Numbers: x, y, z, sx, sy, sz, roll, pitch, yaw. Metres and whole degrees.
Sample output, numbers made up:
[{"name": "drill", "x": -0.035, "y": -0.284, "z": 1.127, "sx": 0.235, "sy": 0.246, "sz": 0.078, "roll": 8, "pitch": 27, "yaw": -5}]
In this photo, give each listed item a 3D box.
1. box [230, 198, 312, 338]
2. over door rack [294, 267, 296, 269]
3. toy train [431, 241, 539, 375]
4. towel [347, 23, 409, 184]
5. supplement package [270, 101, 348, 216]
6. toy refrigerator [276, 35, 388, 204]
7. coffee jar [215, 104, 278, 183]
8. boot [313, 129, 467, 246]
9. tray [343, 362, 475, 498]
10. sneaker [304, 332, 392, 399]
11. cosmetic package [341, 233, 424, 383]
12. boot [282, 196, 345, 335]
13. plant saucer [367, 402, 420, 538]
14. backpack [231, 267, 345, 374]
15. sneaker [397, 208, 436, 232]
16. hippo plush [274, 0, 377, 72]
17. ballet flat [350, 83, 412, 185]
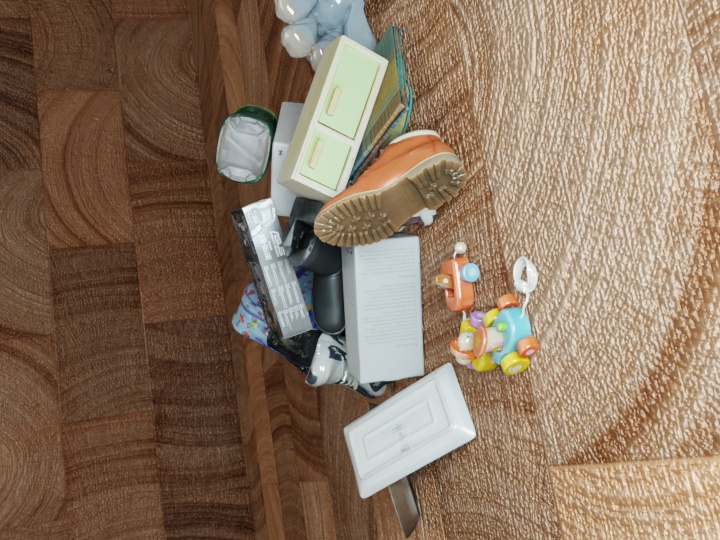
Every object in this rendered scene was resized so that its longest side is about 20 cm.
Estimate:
[{"name": "box", "x": -0.139, "y": -0.005, "z": 1.167, "sx": 0.158, "sy": 0.049, "sz": 0.203, "roll": -176, "pitch": 68, "yaw": -74}, {"name": "over door rack", "x": -0.087, "y": -0.031, "z": 1.503, "sx": 0.147, "sy": 0.066, "sz": 0.203, "roll": -177, "pitch": 82, "yaw": -71}, {"name": "toy train", "x": 0.129, "y": 0.043, "z": 0.865, "sx": 0.200, "sy": 0.055, "sz": 0.153, "roll": -179, "pitch": 84, "yaw": -73}, {"name": "towel", "x": 0.018, "y": -0.227, "z": 1.037, "sx": 0.147, "sy": 0.021, "sz": 0.202, "roll": -51, "pitch": 28, "yaw": 37}, {"name": "supplement package", "x": -0.078, "y": -0.178, "z": 1.222, "sx": 0.201, "sy": 0.119, "sz": 0.121, "roll": -91, "pitch": 7, "yaw": -61}, {"name": "toy refrigerator", "x": -0.035, "y": -0.197, "z": 1.006, "sx": 0.070, "sy": 0.075, "sz": 0.203, "roll": 1, "pitch": 70, "yaw": 65}, {"name": "coffee jar", "x": -0.179, "y": -0.210, "z": 1.235, "sx": 0.200, "sy": 0.084, "sz": 0.106, "roll": -99, "pitch": 21, "yaw": -72}, {"name": "boot", "x": 0.028, "y": -0.105, "z": 0.956, "sx": 0.075, "sy": 0.198, "sz": 0.108, "roll": 59, "pitch": -171, "yaw": -42}, {"name": "tray", "x": 0.055, "y": 0.213, "z": 1.015, "sx": 0.199, "sy": 0.022, "sz": 0.108, "roll": -36, "pitch": 54, "yaw": 26}, {"name": "sneaker", "x": -0.010, "y": 0.155, "z": 1.202, "sx": 0.199, "sy": 0.128, "sz": 0.081, "roll": 37, "pitch": -108, "yaw": -85}, {"name": "cosmetic package", "x": 0.032, "y": 0.052, "z": 1.102, "sx": 0.071, "sy": 0.100, "sz": 0.203, "roll": -161, "pitch": 67, "yaw": -71}, {"name": "boot", "x": -0.058, "y": 0.000, "z": 1.093, "sx": 0.200, "sy": 0.065, "sz": 0.168, "roll": 53, "pitch": -145, "yaw": -76}, {"name": "plant saucer", "x": 0.052, "y": 0.290, "z": 1.131, "sx": 0.200, "sy": 0.032, "sz": 0.203, "roll": -18, "pitch": -89, "yaw": -88}, {"name": "backpack", "x": -0.122, "y": 0.065, "z": 1.361, "sx": 0.198, "sy": 0.182, "sz": 0.136, "roll": 21, "pitch": 120, "yaw": 21}, {"name": "sneaker", "x": 0.019, "y": -0.088, "z": 1.068, "sx": 0.200, "sy": 0.114, "sz": 0.077, "roll": 175, "pitch": 86, "yaw": -72}, {"name": "hippo plush", "x": -0.070, "y": -0.397, "z": 1.191, "sx": 0.161, "sy": 0.157, "sz": 0.203, "roll": -163, "pitch": 68, "yaw": -70}, {"name": "ballet flat", "x": 0.024, "y": -0.188, "z": 1.112, "sx": 0.201, "sy": 0.070, "sz": 0.071, "roll": 107, "pitch": 152, "yaw": -50}]
